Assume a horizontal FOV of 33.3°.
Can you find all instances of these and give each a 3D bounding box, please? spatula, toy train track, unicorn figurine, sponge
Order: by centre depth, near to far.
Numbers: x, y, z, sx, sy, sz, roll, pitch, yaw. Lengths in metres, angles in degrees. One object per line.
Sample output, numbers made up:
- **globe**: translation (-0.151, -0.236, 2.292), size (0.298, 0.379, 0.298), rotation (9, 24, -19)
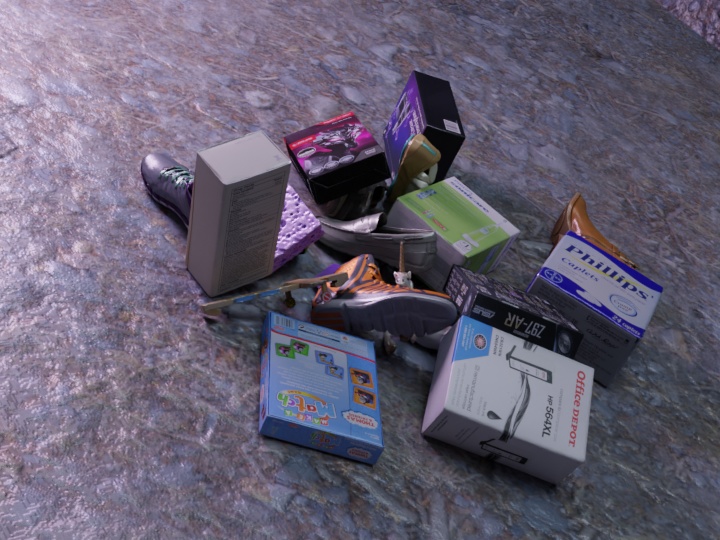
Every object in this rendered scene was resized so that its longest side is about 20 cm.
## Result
- **toy train track**: translation (-0.108, 0.038, 1.563), size (0.198, 0.033, 0.115), rotation (-12, 4, -19)
- **unicorn figurine**: translation (0.089, 0.078, 1.677), size (0.200, 0.074, 0.138), rotation (43, 30, -5)
- **sponge**: translation (-0.145, -0.090, 1.707), size (0.200, 0.111, 0.030), rotation (51, -6, 33)
- **spatula**: translation (0.000, 0.000, 1.755), size (0.056, 0.021, 0.200), rotation (31, 26, 20)

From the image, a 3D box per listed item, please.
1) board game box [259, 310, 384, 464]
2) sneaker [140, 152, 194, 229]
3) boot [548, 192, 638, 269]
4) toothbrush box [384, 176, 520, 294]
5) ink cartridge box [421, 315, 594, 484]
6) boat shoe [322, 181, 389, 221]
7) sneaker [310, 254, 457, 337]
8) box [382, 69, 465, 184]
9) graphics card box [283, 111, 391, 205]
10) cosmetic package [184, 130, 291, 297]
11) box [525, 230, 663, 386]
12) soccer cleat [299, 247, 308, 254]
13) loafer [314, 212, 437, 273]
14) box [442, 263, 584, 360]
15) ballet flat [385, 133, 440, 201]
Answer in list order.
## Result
- **board game box**: translation (-0.050, 0.142, 1.494), size (0.150, 0.037, 0.201), rotation (18, 31, -15)
- **sneaker**: translation (-0.237, -0.118, 1.672), size (0.074, 0.088, 0.200), rotation (-29, 59, -30)
- **boot**: translation (0.413, -0.046, 2.085), size (0.154, 0.077, 0.200), rotation (24, 34, -1)
- **toothbrush box**: translation (0.137, -0.056, 1.868), size (0.145, 0.086, 0.200), rotation (40, 31, 15)
- **ink cartridge box**: translation (0.194, 0.167, 1.555), size (0.198, 0.084, 0.147), rotation (21, 55, -10)
- **boat shoe**: translation (0.003, -0.130, 1.918), size (0.073, 0.075, 0.200), rotation (36, 40, -4)
- **sneaker**: translation (0.034, 0.026, 1.617), size (0.198, 0.078, 0.113), rotation (1, 42, 11)
- **box**: translation (0.105, -0.231, 2.064), size (0.078, 0.142, 0.201), rotation (14, 33, -15)
- **graphics card box**: translation (-0.039, -0.177, 1.868), size (0.124, 0.051, 0.200), rotation (-20, 30, -5)
- **cosmetic package**: translation (-0.160, -0.071, 1.549), size (0.103, 0.201, 0.073), rotation (-21, 53, -33)
- **box**: translation (0.352, 0.053, 1.868), size (0.183, 0.105, 0.200), rotation (33, 31, 8)
- **soccer cleat**: translation (-0.134, -0.088, 1.758), size (0.080, 0.068, 0.201), rotation (-12, 45, -22)
- **loafer**: translation (0.020, -0.054, 1.774), size (0.198, 0.070, 0.070), rotation (15, 18, 12)
- **box**: translation (0.207, 0.055, 1.667), size (0.159, 0.044, 0.200), rotation (21, 9, -10)
- **ballet flat**: translation (0.083, -0.147, 1.904), size (0.063, 0.200, 0.069), rotation (32, 71, 4)
